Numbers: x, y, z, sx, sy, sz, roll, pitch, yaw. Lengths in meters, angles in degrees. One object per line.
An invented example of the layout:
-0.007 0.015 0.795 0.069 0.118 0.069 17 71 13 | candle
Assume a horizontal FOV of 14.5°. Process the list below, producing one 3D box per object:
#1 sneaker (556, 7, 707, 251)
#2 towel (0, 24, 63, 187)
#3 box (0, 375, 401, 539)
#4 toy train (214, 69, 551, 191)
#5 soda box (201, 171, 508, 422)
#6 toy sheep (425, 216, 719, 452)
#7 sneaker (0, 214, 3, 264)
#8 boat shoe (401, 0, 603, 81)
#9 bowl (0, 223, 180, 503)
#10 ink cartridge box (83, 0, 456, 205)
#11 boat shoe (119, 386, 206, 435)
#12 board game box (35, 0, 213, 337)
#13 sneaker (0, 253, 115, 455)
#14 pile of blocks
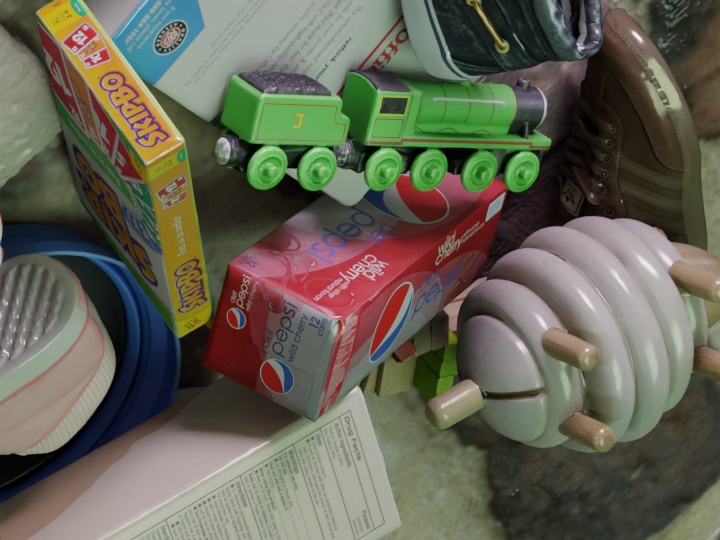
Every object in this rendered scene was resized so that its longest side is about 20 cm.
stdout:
0.146 -0.056 1.582 0.075 0.070 0.200 -28 136 -8 | sneaker
-0.237 -0.049 1.320 0.200 0.034 0.133 -42 140 -2 | towel
-0.087 0.129 1.432 0.200 0.078 0.095 -28 121 -22 | box
0.015 -0.070 1.391 0.200 0.042 0.057 -1 114 -38 | toy train
0.000 0.000 1.451 0.200 0.070 0.064 -38 151 -55 | soda box
0.120 0.038 1.536 0.200 0.138 0.138 -21 134 -28 | toy sheep
-0.224 0.028 1.266 0.082 0.078 0.200 63 50 -76 | sneaker
0.054 -0.188 1.337 0.071 0.091 0.201 -43 121 -47 | boat shoe
-0.188 0.063 1.445 0.200 0.039 0.201 -21 135 -23 | bowl
-0.042 -0.124 1.380 0.116 0.067 0.200 -49 138 7 | ink cartridge box
-0.056 0.129 1.580 0.072 0.069 0.200 -45 139 3 | boat shoe
-0.108 -0.043 1.333 0.030 0.096 0.200 -32 157 -11 | board game box
-0.205 0.073 1.354 0.200 0.075 0.105 -31 155 2 | sneaker
0.013 0.043 1.567 0.200 0.062 0.082 11 117 -42 | pile of blocks
